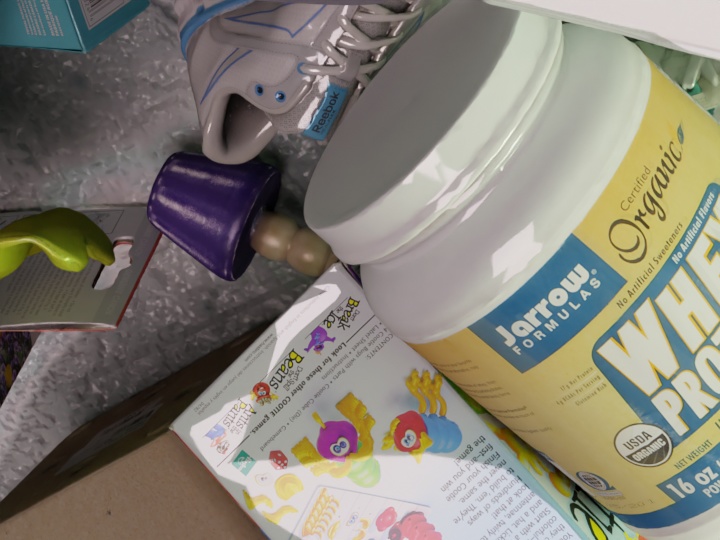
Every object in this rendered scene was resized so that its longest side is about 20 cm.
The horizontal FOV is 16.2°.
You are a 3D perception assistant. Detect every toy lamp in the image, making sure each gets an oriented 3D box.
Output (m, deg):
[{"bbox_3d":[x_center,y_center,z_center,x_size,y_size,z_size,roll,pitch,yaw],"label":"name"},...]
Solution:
[{"bbox_3d":[0.000,0.000,1.132,0.199,0.058,0.058,24,123,7],"label":"toy lamp"}]

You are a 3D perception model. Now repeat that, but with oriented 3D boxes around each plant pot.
[{"bbox_3d":[-0.065,0.145,1.173,0.199,0.200,0.178,-29,98,26],"label":"plant pot"}]

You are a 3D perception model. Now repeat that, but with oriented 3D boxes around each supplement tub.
[{"bbox_3d":[0.091,-0.003,0.981,0.200,0.145,0.145,39,121,-18],"label":"supplement tub"}]

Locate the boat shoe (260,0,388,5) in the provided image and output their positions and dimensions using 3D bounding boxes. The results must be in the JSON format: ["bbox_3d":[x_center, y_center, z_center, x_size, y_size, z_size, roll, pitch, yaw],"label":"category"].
[{"bbox_3d":[-0.080,-0.139,0.955,0.199,0.069,0.057,6,80,-4],"label":"boat shoe"}]

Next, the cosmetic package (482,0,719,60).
[{"bbox_3d":[0.148,-0.185,0.905,0.166,0.166,0.201,14,106,5],"label":"cosmetic package"}]

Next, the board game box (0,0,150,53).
[{"bbox_3d":[-0.193,-0.171,1.046,0.199,0.047,0.152,7,125,38],"label":"board game box"}]

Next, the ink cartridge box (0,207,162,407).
[{"bbox_3d":[-0.188,0.021,1.165,0.199,0.109,0.051,-2,120,14],"label":"ink cartridge box"}]

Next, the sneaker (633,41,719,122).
[{"bbox_3d":[0.136,-0.068,1.059,0.093,0.071,0.199,42,123,-20],"label":"sneaker"}]

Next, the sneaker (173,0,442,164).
[{"bbox_3d":[-0.005,-0.099,1.032,0.075,0.087,0.200,14,152,-32],"label":"sneaker"}]

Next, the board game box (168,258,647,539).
[{"bbox_3d":[0.036,0.096,1.053,0.105,0.103,0.200,-43,85,17],"label":"board game box"}]

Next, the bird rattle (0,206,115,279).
[{"bbox_3d":[-0.201,-0.051,1.051,0.163,0.113,0.201,24,150,50],"label":"bird rattle"}]
